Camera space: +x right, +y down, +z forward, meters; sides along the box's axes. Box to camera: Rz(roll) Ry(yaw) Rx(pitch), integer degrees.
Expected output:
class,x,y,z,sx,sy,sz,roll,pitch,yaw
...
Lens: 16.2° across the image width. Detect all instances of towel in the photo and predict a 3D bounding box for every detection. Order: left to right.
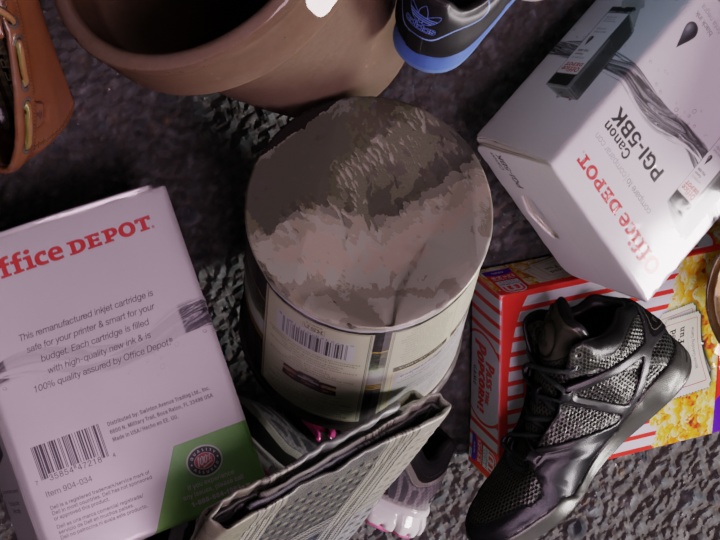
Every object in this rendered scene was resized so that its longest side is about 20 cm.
class,x,y,z,sx,sy,sz,roll,pitch,yaw
towel,-0.050,0.151,1.552,0.192,0.035,0.200,-25,162,-35

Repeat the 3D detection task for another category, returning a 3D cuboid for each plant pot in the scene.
class,x,y,z,sx,sy,sz,roll,pitch,yaw
plant pot,-0.057,-0.173,1.489,0.200,0.200,0.175,-50,144,2

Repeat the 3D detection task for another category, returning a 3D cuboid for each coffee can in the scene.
class,x,y,z,sx,sy,sz,roll,pitch,yaw
coffee can,0.000,0.000,1.550,0.146,0.147,0.200,-28,164,-13

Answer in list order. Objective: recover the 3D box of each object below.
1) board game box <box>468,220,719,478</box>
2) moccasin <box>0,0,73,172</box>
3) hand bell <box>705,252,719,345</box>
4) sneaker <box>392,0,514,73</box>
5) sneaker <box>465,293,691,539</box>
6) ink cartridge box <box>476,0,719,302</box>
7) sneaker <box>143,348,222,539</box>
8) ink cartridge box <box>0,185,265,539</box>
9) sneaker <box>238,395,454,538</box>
class,x,y,z,sx,sy,sz,roll,pitch,yaw
board game box,0.174,0.057,1.786,0.199,0.046,0.152,-12,118,-22
moccasin,-0.229,-0.148,1.449,0.078,0.073,0.202,-60,147,-44
hand bell,0.333,0.019,1.807,0.200,0.104,0.104,-1,118,-60
sneaker,0.087,-0.205,1.465,0.070,0.078,0.200,31,70,6
sneaker,0.125,0.094,1.706,0.199,0.076,0.114,-46,123,-4
ink cartridge box,0.194,-0.102,1.674,0.200,0.083,0.147,-49,127,-13
sneaker,-0.147,0.122,1.622,0.083,0.072,0.201,14,77,-19
ink cartridge box,-0.162,0.065,1.543,0.145,0.084,0.201,-19,90,-19
sneaker,-0.011,0.111,1.702,0.200,0.074,0.088,26,100,-39
